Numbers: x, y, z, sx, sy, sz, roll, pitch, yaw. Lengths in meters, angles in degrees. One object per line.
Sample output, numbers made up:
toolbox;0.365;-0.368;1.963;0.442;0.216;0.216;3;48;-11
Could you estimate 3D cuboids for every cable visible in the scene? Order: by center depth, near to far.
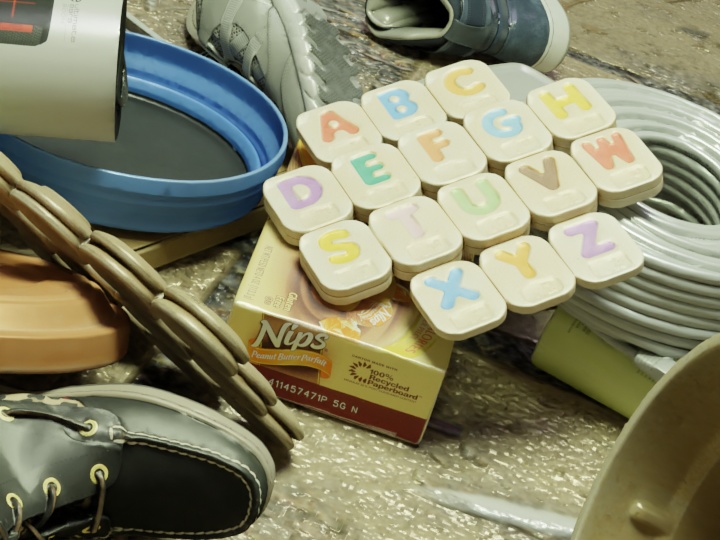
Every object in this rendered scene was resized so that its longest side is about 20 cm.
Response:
cable;0.167;-0.032;1.129;0.200;0.069;0.200;31;37;11

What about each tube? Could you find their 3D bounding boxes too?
tube;0.191;0.080;1.101;0.200;0.058;0.052;29;-15;13

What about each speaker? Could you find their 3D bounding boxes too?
speaker;-0.221;-0.113;1.034;0.199;0.081;0.081;5;29;-4

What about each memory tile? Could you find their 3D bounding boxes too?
memory tile;-0.113;0.009;0.963;0.200;0.017;0.153;35;-12;26

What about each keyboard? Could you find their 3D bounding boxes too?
keyboard;-0.144;-0.158;1.312;0.200;0.011;0.056;39;1;40

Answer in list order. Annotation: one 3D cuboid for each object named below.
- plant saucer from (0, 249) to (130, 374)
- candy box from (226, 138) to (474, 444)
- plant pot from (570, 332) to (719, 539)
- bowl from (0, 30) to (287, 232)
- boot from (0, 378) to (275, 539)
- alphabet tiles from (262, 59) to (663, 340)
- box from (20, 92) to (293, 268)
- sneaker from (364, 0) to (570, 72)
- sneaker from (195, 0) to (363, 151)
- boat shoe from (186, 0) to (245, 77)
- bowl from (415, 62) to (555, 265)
plant saucer;-0.205;0.009;0.921;0.200;0.032;0.200;11;7;-1
candy box;0.000;0.000;1.091;0.115;0.055;0.200;19;34;-1
plant pot;0.207;0.152;0.851;0.183;0.201;0.201;25;26;-14
bowl;-0.142;-0.084;1.143;0.200;0.039;0.201;14;27;-7
boot;-0.141;0.105;0.818;0.199;0.073;0.151;14;27;-2
alphabet tiles;0.055;-0.045;1.059;0.199;0.015;0.196;-19;45;-15
box;-0.132;-0.065;1.182;0.163;0.021;0.200;32;31;25
sneaker;0.056;-0.229;1.534;0.146;0.077;0.202;3;33;-32
sneaker;-0.060;-0.141;1.244;0.075;0.082;0.200;25;39;-60
boat shoe;-0.069;-0.154;1.367;0.063;0.073;0.200;54;5;-30
bowl;0.101;-0.066;1.274;0.200;0.075;0.199;38;34;30
